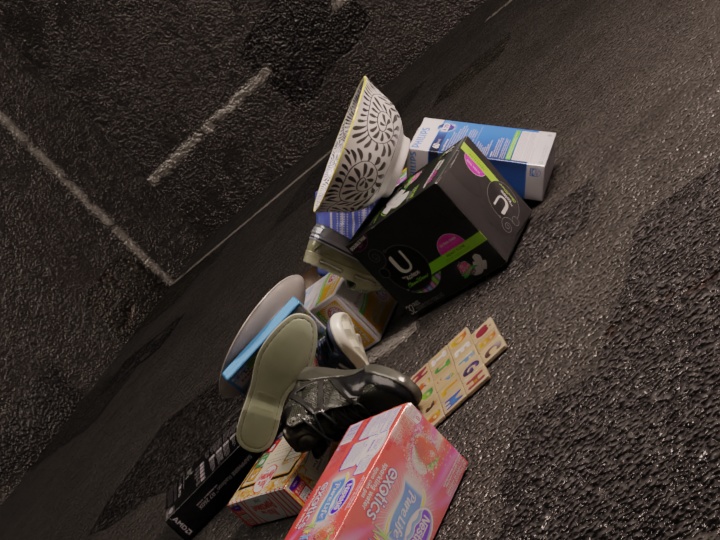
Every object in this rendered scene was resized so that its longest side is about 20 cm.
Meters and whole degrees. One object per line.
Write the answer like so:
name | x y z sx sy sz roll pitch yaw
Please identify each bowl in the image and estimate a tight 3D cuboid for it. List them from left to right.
bowl | 0.011 -0.159 1.492 0.201 0.093 0.203 -159 90 -82

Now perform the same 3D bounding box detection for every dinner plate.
dinner plate | -0.130 0.098 1.500 0.201 0.024 0.201 -51 -19 -24

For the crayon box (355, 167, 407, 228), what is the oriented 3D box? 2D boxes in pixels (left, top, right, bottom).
crayon box | 0.089 -0.124 1.684 0.199 0.058 0.119 -35 16 37

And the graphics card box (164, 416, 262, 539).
graphics card box | -0.207 0.297 1.594 0.200 0.051 0.125 -45 13 -1

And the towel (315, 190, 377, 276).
towel | 0.009 -0.053 1.658 0.198 0.147 0.024 6 10 37

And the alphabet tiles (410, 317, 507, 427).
alphabet tiles | 0.090 0.138 1.256 0.200 0.006 0.167 -43 13 9

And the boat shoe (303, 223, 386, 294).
boat shoe | 0.000 0.000 1.557 0.063 0.199 0.072 -62 26 -2

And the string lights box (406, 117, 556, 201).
string lights box | 0.173 -0.162 1.527 0.197 0.060 0.103 9 36 16

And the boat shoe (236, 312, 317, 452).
boat shoe | -0.112 0.141 1.419 0.061 0.071 0.203 -88 22 -75

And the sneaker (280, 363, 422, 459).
sneaker | -0.018 0.171 1.267 0.198 0.077 0.115 -5 43 40

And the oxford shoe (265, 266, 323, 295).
oxford shoe | -0.109 0.047 1.759 0.201 0.084 0.073 -53 30 12

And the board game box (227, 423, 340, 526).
board game box | -0.073 0.231 1.388 0.151 0.046 0.201 -28 21 51

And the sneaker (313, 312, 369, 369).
sneaker | -0.038 0.114 1.427 0.083 0.076 0.200 -19 -19 1

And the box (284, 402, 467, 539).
box | 0.008 0.237 1.012 0.102 0.095 0.201 -31 20 46

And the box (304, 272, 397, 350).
box | -0.051 0.082 1.648 0.199 0.101 0.113 -35 17 37

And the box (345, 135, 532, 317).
box | 0.108 -0.057 1.475 0.199 0.149 0.125 -34 16 44

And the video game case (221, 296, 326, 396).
video game case | -0.096 0.134 1.497 0.143 0.200 0.018 -47 55 -4
